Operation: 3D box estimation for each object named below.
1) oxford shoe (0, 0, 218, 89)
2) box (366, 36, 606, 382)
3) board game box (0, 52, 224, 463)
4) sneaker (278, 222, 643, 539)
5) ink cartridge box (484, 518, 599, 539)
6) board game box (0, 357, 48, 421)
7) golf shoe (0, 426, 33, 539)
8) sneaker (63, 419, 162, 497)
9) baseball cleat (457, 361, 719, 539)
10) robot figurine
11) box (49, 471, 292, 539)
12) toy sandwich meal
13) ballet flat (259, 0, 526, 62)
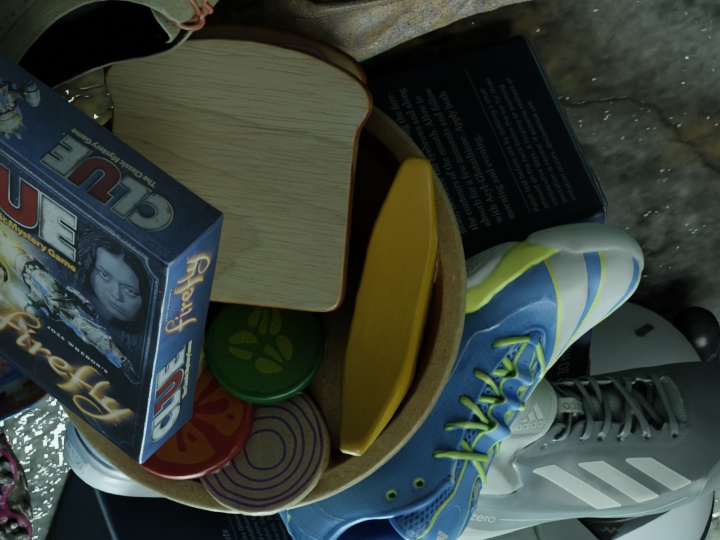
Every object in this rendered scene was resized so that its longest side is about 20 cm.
[{"bbox_3d":[-0.065,-0.123,1.194,0.199,0.075,0.071,-26,146,2],"label":"oxford shoe"},{"bbox_3d":[0.000,0.000,1.377,0.199,0.107,0.149,-17,148,-10],"label":"box"},{"bbox_3d":[-0.146,-0.028,1.179,0.035,0.200,0.136,-43,160,-33],"label":"board game box"},{"bbox_3d":[0.044,0.064,1.282,0.199,0.105,0.076,-29,151,12],"label":"sneaker"},{"bbox_3d":[0.030,0.191,1.502,0.199,0.085,0.145,-26,148,13],"label":"ink cartridge box"},{"bbox_3d":[-0.209,0.043,1.323,0.199,0.158,0.039,-23,109,4],"label":"board game box"},{"bbox_3d":[-0.184,0.062,1.220,0.072,0.092,0.201,-17,115,-20],"label":"golf shoe"},{"bbox_3d":[-0.048,0.078,1.508,0.199,0.073,0.071,0,145,-32],"label":"sneaker"},{"bbox_3d":[0.100,0.074,1.370,0.199,0.070,0.107,-18,149,-11],"label":"baseball cleat"},{"bbox_3d":[0.131,0.100,1.605,0.124,0.151,0.200,0,149,6],"label":"robot figurine"},{"bbox_3d":[-0.058,0.164,1.595,0.199,0.107,0.149,-7,145,-26],"label":"box"},{"bbox_3d":[-0.048,-0.001,1.230,0.204,0.206,0.070,-26,173,5],"label":"toy sandwich meal"},{"bbox_3d":[0.048,-0.142,1.253,0.199,0.068,0.067,-25,141,0],"label":"ballet flat"}]
